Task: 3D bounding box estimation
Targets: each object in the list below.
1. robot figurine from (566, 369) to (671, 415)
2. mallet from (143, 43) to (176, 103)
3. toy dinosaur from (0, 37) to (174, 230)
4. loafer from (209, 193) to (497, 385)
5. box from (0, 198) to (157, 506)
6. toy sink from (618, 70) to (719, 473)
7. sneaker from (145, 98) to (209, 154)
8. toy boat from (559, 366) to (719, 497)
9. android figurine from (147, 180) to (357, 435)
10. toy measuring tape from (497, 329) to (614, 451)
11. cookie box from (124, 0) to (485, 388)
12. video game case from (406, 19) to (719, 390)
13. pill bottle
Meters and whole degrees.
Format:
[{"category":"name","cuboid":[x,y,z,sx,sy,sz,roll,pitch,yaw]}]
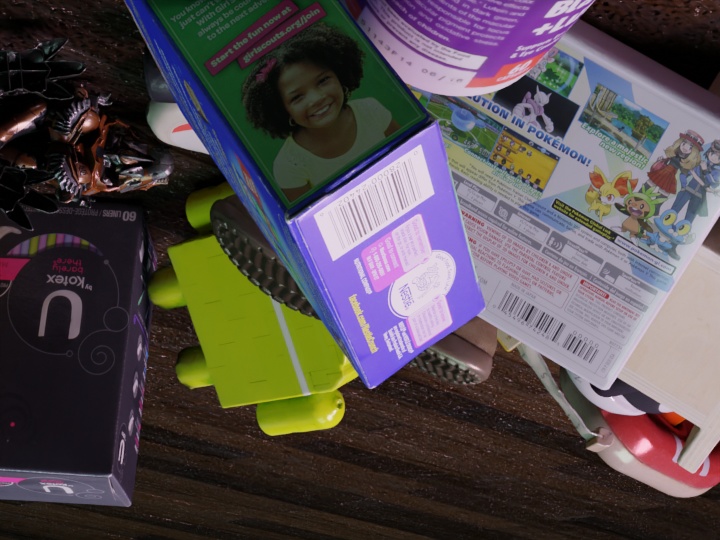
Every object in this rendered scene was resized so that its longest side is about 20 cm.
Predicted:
[{"category":"robot figurine","cuboid":[0.234,0.037,1.066,0.198,0.127,0.149,-16,153,40]},{"category":"mallet","cuboid":[-0.106,-0.146,0.766,0.065,0.042,0.200,-6,154,14]},{"category":"toy dinosaur","cuboid":[-0.210,-0.075,0.895,0.197,0.104,0.136,-12,-175,-14]},{"category":"loafer","cuboid":[0.000,0.000,0.930,0.198,0.068,0.076,30,160,-4]},{"category":"box","cuboid":[-0.220,0.059,1.090,0.120,0.203,0.106,3,160,0]},{"category":"toy sink","cuboid":[0.200,0.002,0.877,0.111,0.131,0.201,30,148,11]},{"category":"sneaker","cuboid":[-0.030,-0.068,0.875,0.197,0.095,0.070,3,160,1]},{"category":"toy boat","cuboid":[0.273,0.108,1.299,0.130,0.131,0.199,-40,141,20]},{"category":"android figurine","cuboid":[-0.063,0.025,1.033,0.198,0.184,0.041,-15,-173,41]},{"category":"toy measuring tape","cuboid":[0.124,0.025,1.029,0.073,0.201,0.074,-37,175,-4]},{"category":"cookie box","cuboid":[-0.033,-0.072,0.685,0.075,0.201,0.172,-32,151,-6]},{"category":"video game case","cuboid":[0.080,-0.051,0.775,0.199,0.022,0.183,31,132,8]},{"category":"pill bottle","cuboid":[0.065,-0.158,0.589,0.110,0.113,0.200,9,159,-15]}]
